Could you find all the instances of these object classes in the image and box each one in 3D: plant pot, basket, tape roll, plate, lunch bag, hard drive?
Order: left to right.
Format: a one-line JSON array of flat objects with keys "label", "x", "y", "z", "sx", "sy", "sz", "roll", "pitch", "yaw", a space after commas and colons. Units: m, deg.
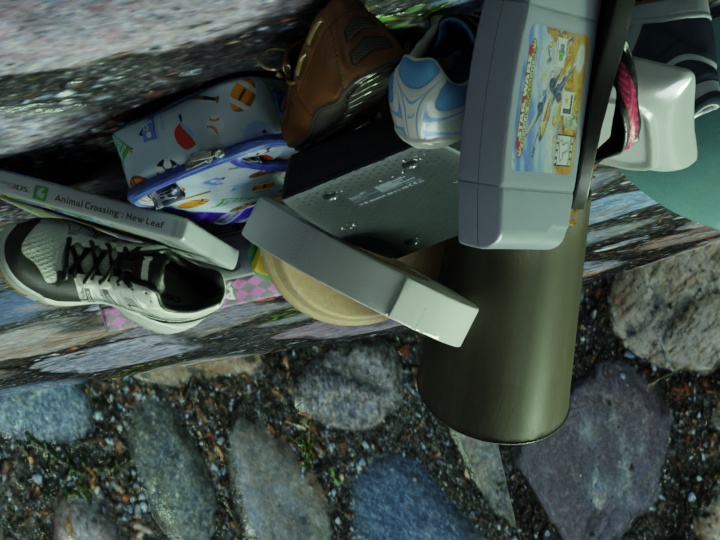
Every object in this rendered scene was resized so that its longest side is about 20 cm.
[{"label": "lunch bag", "x": -0.091, "y": -0.100, "z": 1.658, "sx": 0.159, "sy": 0.076, "sz": 0.200, "roll": -19, "pitch": 173, "yaw": 28}, {"label": "tape roll", "x": 0.000, "y": 0.000, "z": 1.680, "sx": 0.202, "sy": 0.037, "sz": 0.203, "roll": 27, "pitch": -178, "yaw": -1}, {"label": "hard drive", "x": 0.034, "y": -0.064, "z": 1.557, "sx": 0.134, "sy": 0.043, "sz": 0.200, "roll": -21, "pitch": 160, "yaw": 20}, {"label": "basket", "x": 0.126, "y": 0.016, "z": 1.783, "sx": 0.135, "sy": 0.201, "sz": 0.181, "roll": 5, "pitch": -153, "yaw": -4}, {"label": "plate", "x": 0.154, "y": -0.124, "z": 1.583, "sx": 0.199, "sy": 0.033, "sz": 0.200, "roll": 15, "pitch": 168, "yaw": 13}, {"label": "plant pot", "x": 0.318, "y": -0.114, "z": 1.797, "sx": 0.199, "sy": 0.135, "sz": 0.200, "roll": -26, "pitch": 160, "yaw": -10}]

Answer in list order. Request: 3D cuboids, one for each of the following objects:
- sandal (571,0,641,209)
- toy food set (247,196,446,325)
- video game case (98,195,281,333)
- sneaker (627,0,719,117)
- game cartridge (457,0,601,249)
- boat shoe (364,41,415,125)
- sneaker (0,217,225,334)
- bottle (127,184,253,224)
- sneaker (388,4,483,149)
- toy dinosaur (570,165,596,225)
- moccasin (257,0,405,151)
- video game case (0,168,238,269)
[{"label": "sandal", "x": 0.178, "y": -0.128, "z": 1.453, "sx": 0.045, "sy": 0.201, "sz": 0.075, "roll": 8, "pitch": -152, "yaw": -6}, {"label": "toy food set", "x": 0.002, "y": -0.048, "z": 1.812, "sx": 0.197, "sy": 0.201, "sz": 0.049, "roll": 19, "pitch": -165, "yaw": -26}, {"label": "video game case", "x": -0.148, "y": -0.024, "z": 1.912, "sx": 0.198, "sy": 0.036, "sz": 0.182, "roll": -13, "pitch": -146, "yaw": -7}, {"label": "sneaker", "x": 0.190, "y": -0.147, "z": 1.638, "sx": 0.198, "sy": 0.109, "sz": 0.070, "roll": -12, "pitch": 174, "yaw": -9}, {"label": "game cartridge", "x": 0.111, "y": -0.113, "z": 1.385, "sx": 0.041, "sy": 0.202, "sz": 0.133, "roll": 10, "pitch": -175, "yaw": 23}, {"label": "boat shoe", "x": 0.030, "y": -0.131, "z": 1.645, "sx": 0.059, "sy": 0.072, "sz": 0.200, "roll": -5, "pitch": 172, "yaw": 1}, {"label": "sneaker", "x": -0.200, "y": -0.005, "z": 1.719, "sx": 0.199, "sy": 0.076, "sz": 0.087, "roll": 15, "pitch": 161, "yaw": -34}, {"label": "bottle", "x": -0.105, "y": -0.076, "z": 1.833, "sx": 0.199, "sy": 0.066, "sz": 0.083, "roll": -4, "pitch": 165, "yaw": -34}, {"label": "sneaker", "x": 0.082, "y": -0.151, "z": 1.424, "sx": 0.071, "sy": 0.073, "sz": 0.200, "roll": 18, "pitch": -143, "yaw": 21}, {"label": "toy dinosaur", "x": 0.128, "y": -0.079, "z": 1.688, "sx": 0.106, "sy": 0.061, "sz": 0.200, "roll": 26, "pitch": -142, "yaw": 26}, {"label": "moccasin", "x": -0.025, "y": -0.139, "z": 1.479, "sx": 0.073, "sy": 0.078, "sz": 0.201, "roll": -27, "pitch": 173, "yaw": -12}, {"label": "video game case", "x": -0.207, "y": -0.043, "z": 1.759, "sx": 0.181, "sy": 0.022, "sz": 0.200, "roll": 15, "pitch": 176, "yaw": 10}]
